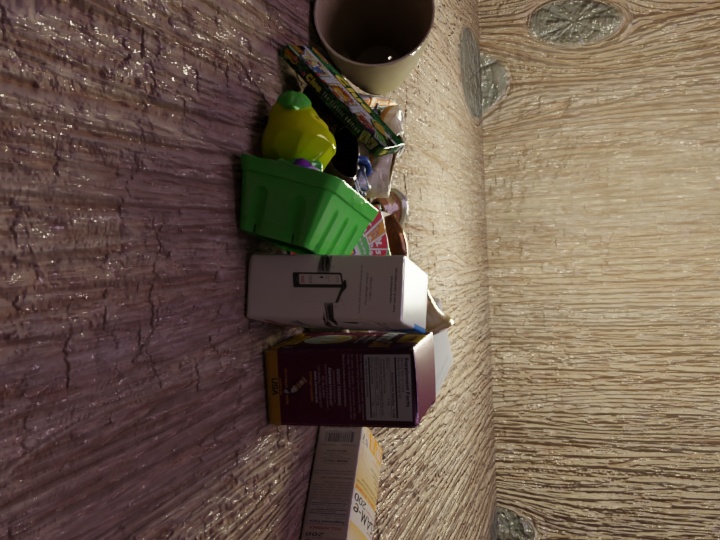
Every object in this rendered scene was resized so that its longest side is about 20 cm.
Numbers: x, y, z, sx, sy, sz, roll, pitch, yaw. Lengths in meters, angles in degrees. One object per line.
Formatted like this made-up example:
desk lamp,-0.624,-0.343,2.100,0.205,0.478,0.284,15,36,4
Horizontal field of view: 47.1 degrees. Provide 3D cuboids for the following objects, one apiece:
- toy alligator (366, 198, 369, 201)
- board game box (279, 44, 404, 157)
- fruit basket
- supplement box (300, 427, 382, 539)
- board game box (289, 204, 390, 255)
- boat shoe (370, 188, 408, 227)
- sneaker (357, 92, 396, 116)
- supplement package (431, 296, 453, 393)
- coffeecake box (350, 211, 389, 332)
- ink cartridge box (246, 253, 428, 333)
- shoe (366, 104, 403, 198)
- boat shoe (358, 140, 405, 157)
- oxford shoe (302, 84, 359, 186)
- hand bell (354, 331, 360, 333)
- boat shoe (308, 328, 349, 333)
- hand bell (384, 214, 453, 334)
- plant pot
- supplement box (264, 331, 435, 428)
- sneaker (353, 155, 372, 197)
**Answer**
toy alligator,0.014,-0.149,1.466,0.200,0.054,0.060,-10,98,-74
board game box,-0.024,-0.243,1.177,0.200,0.023,0.105,47,20,4
fruit basket,-0.065,-0.124,1.059,0.216,0.155,0.216,16,90,-73
supplement box,-0.024,0.339,1.242,0.126,0.073,0.201,64,29,-53
board game box,-0.028,-0.031,1.222,0.200,0.030,0.096,-24,105,-46
boat shoe,0.032,-0.050,1.494,0.072,0.076,0.201,-19,122,-46
sneaker,0.006,-0.270,1.441,0.200,0.078,0.078,-27,127,-68
supplement package,0.089,0.141,1.529,0.117,0.117,0.200,-59,150,-30
coffeecake box,0.000,0.000,1.368,0.153,0.073,0.201,2,86,-73
ink cartridge box,-0.026,0.030,1.050,0.146,0.199,0.085,28,64,-71
shoe,0.046,-0.198,1.392,0.070,0.053,0.200,76,29,-54
boat shoe,0.042,-0.226,1.512,0.072,0.066,0.200,62,16,2
oxford shoe,-0.036,-0.199,1.190,0.072,0.084,0.201,1,64,-32
hand bell,0.017,0.136,1.320,0.200,0.104,0.104,65,28,-66
boat shoe,-0.038,0.118,1.246,0.076,0.071,0.201,-92,176,-70
hand bell,0.076,0.006,1.357,0.104,0.104,0.201,-39,113,-70
plant pot,0.027,-0.375,1.363,0.200,0.187,0.188,75,17,-76
supplement box,-0.010,0.141,1.089,0.131,0.199,0.104,-17,105,-74
sneaker,-0.032,-0.134,1.253,0.200,0.085,0.077,-65,149,-57
